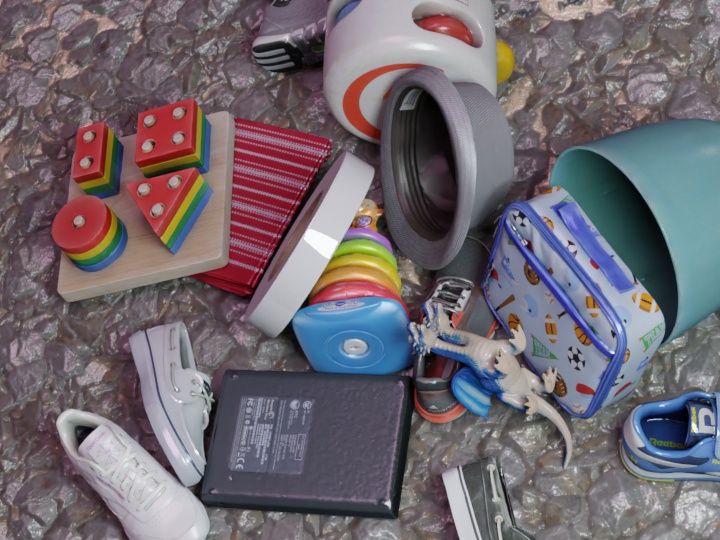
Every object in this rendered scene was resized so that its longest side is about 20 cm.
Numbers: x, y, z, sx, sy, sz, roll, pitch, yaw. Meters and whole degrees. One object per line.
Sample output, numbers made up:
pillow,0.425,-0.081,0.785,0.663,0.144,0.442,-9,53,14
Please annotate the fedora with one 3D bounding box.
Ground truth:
fedora,0.094,-0.108,1.577,0.090,0.202,0.177,-11,19,-26

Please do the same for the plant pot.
plant pot,0.298,-0.051,1.477,0.160,0.201,0.201,-24,55,-19

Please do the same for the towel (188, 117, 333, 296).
towel,-0.128,-0.072,1.721,0.144,0.023,0.201,15,66,31

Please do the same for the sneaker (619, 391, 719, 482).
sneaker,0.330,0.150,1.417,0.198,0.082,0.075,-5,59,13

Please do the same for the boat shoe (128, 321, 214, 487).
boat shoe,-0.182,0.125,1.597,0.066,0.074,0.201,-26,52,-1

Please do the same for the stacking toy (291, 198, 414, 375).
stacking toy,0.000,0.000,1.609,0.115,0.110,0.201,-7,49,13

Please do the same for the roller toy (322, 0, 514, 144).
roller toy,0.054,-0.231,1.658,0.198,0.183,0.141,-7,58,14

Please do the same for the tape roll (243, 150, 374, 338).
tape roll,-0.052,-0.026,1.580,0.037,0.203,0.204,30,71,-6

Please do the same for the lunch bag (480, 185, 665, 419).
lunch bag,0.193,0.025,1.480,0.075,0.161,0.201,-22,59,-26

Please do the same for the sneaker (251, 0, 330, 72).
sneaker,-0.026,-0.297,1.788,0.198,0.075,0.116,-5,58,17

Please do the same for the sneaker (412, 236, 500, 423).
sneaker,0.093,0.045,1.551,0.076,0.082,0.202,0,60,18

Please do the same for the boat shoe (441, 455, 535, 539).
boat shoe,0.130,0.257,1.429,0.063,0.071,0.201,-22,56,6

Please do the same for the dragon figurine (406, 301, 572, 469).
dragon figurine,0.126,0.101,1.481,0.099,0.200,0.059,-4,45,51

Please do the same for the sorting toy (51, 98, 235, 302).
sorting toy,-0.244,-0.085,1.724,0.198,0.070,0.200,-12,55,17

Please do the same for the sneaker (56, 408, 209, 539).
sneaker,-0.233,0.209,1.558,0.199,0.100,0.075,34,74,29

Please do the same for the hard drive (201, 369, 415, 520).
hard drive,-0.050,0.169,1.556,0.198,0.033,0.141,1,65,19
